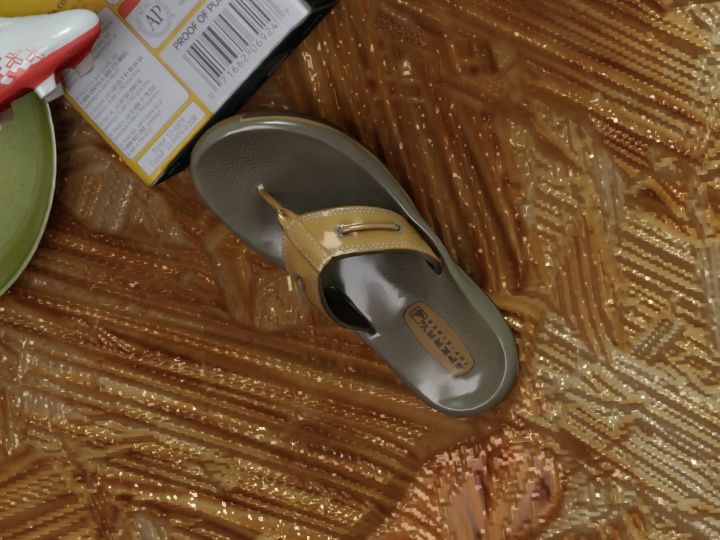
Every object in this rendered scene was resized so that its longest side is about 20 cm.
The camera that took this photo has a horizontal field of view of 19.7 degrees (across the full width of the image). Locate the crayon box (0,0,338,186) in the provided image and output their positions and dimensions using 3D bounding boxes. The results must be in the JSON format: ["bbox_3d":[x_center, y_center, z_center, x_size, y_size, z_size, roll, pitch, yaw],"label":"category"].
[{"bbox_3d":[-0.124,-0.159,1.027,0.200,0.052,0.126,46,111,2],"label":"crayon box"}]

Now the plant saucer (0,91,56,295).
[{"bbox_3d":[-0.246,-0.068,1.095,0.198,0.031,0.202,4,103,15],"label":"plant saucer"}]

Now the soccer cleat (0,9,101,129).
[{"bbox_3d":[-0.212,-0.101,1.013,0.199,0.069,0.086,-18,103,35],"label":"soccer cleat"}]

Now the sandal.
[{"bbox_3d":[0.000,0.000,1.011,0.080,0.054,0.200,-41,100,22],"label":"sandal"}]
